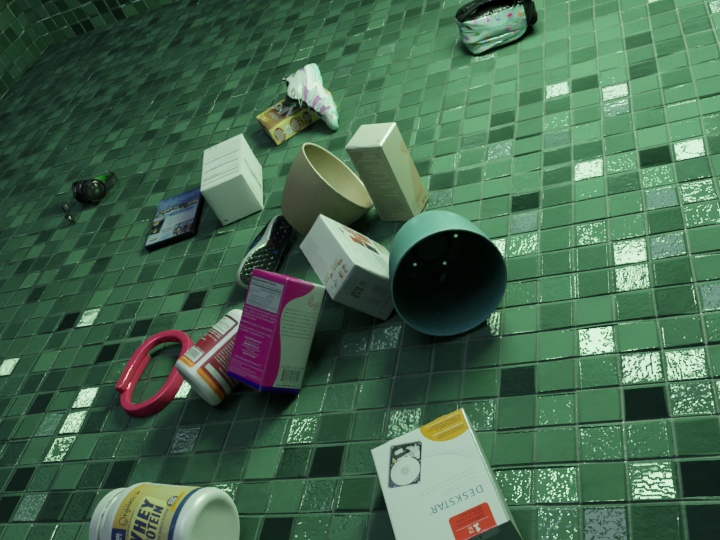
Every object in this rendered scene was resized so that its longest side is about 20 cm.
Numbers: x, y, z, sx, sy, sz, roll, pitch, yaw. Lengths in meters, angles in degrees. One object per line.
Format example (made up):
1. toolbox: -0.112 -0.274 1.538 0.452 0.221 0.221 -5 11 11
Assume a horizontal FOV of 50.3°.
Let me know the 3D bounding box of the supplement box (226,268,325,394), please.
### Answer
1. supplement box: -0.151 0.109 1.379 0.103 0.101 0.202 15 90 42

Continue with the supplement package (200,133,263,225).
1. supplement package: -0.321 -0.230 1.926 0.117 0.117 0.201 -21 39 9

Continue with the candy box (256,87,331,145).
1. candy box: -0.178 -0.437 2.119 0.199 0.055 0.115 -33 39 -7

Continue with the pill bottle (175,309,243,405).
1. pill bottle: -0.243 0.150 1.457 0.200 0.113 0.113 -44 41 -20

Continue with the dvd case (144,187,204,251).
1. dvd case: -0.479 -0.138 2.001 0.142 0.018 0.201 -17 39 14

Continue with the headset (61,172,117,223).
1. headset: -0.802 -0.223 2.273 0.123 0.095 0.200 -1 30 36

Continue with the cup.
1. cup: -0.091 -0.157 1.669 0.143 0.200 0.201 -46 33 21

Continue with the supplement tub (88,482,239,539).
1. supplement tub: -0.303 0.404 1.183 0.199 0.145 0.145 -5 44 27

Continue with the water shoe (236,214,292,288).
1. water shoe: -0.217 -0.033 1.699 0.079 0.071 0.201 -24 29 54

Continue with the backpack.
1. backpack: 0.348 -0.651 1.979 0.199 0.127 0.167 -19 27 13

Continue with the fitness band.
1. fitness band: -0.416 0.208 1.565 0.143 0.038 0.201 -4 45 25

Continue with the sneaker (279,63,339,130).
1. sneaker: -0.145 -0.438 2.029 0.139 0.078 0.201 -23 70 -3

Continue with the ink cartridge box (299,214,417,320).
1. ink cartridge box: 0.000 0.000 1.473 0.084 0.175 0.200 -56 35 15

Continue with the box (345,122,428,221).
1. box: 0.058 -0.202 1.592 0.094 0.201 0.078 5 48 35

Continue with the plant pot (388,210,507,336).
1. plant pot: 0.138 -0.012 1.346 0.199 0.201 0.161 -25 27 5

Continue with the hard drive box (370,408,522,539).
1. hard drive box: 0.117 0.317 1.077 0.155 0.077 0.201 -26 38 4
